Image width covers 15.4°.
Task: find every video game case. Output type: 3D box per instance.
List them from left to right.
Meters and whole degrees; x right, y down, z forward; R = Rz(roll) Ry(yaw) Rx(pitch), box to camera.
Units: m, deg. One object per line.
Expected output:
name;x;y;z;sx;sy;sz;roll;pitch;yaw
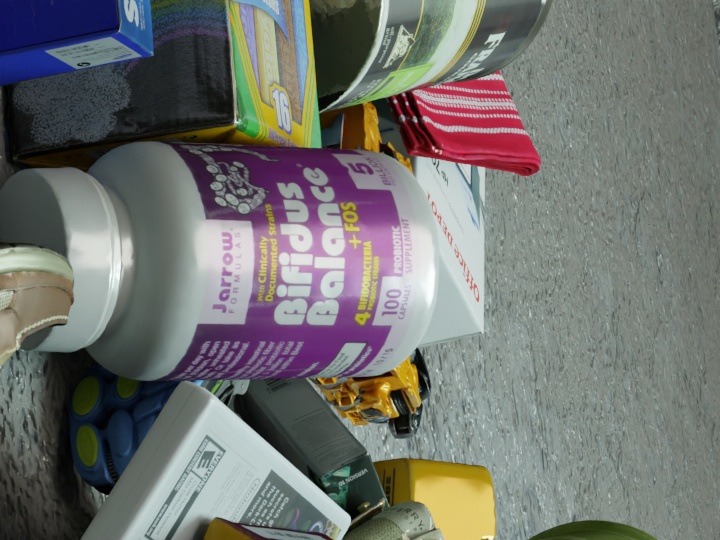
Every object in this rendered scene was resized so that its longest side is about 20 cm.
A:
video game case;-0.092;0.166;1.199;0.201;0.023;0.182;-58;151;-9

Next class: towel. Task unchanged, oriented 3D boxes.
towel;0.044;-0.153;1.706;0.144;0.022;0.201;6;58;-56

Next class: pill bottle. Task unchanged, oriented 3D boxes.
pill bottle;-0.070;-0.004;1.258;0.199;0.112;0.113;0;79;-34

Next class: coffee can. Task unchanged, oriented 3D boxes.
coffee can;0.001;-0.168;1.492;0.200;0.146;0.147;-18;99;-56

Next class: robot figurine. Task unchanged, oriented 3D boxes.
robot figurine;0.000;0.000;1.552;0.145;0.058;0.201;55;30;-54

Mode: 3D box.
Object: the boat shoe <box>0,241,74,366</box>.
boat shoe;-0.184;0.027;1.086;0.200;0.075;0.074;-3;89;-65

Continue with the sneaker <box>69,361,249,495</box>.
sneaker;-0.090;0.061;1.356;0.200;0.070;0.083;-62;139;-64

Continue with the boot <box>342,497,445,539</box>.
boot;-0.028;0.151;1.357;0.154;0.072;0.201;-30;131;-30

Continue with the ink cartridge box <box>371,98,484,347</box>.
ink cartridge box;0.025;-0.069;1.769;0.147;0.085;0.201;60;24;-49

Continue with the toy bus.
toy bus;0.039;0.218;1.636;0.065;0.078;0.201;9;78;-30

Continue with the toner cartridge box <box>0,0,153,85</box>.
toner cartridge box;-0.152;-0.192;1.247;0.043;0.094;0.201;34;50;-68

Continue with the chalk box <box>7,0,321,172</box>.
chalk box;-0.101;-0.147;1.338;0.124;0.124;0.201;30;54;-68

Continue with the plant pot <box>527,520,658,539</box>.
plant pot;0.110;0.255;1.747;0.190;0.199;0.201;19;62;-58

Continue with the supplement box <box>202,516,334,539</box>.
supplement box;-0.051;0.221;1.197;0.110;0.085;0.201;20;96;-62

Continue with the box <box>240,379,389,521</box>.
box;-0.007;0.155;1.519;0.144;0.036;0.201;46;-20;57
